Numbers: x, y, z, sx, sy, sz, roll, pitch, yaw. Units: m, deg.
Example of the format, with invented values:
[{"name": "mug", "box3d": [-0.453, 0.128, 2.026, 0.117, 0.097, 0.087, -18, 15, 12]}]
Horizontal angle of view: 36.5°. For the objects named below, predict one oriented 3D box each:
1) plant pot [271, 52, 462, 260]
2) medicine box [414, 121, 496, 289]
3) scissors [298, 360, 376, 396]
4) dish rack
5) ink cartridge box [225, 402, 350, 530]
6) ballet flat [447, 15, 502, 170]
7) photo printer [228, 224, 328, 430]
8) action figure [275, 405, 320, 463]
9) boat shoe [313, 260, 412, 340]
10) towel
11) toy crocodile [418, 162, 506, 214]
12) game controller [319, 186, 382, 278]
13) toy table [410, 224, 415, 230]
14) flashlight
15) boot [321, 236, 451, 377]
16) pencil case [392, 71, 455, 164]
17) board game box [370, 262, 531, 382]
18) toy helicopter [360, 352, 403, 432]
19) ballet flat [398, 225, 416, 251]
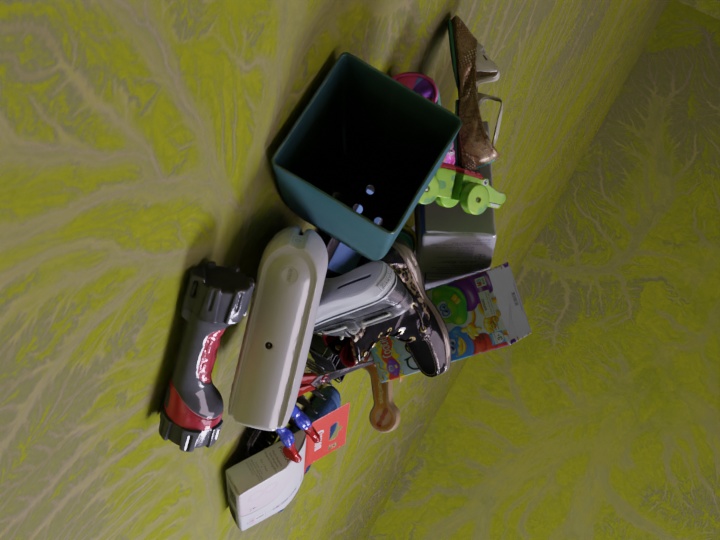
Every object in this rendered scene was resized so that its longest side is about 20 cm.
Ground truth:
[{"name": "plant pot", "box3d": [0.001, -0.098, 1.157, 0.142, 0.141, 0.200, -58, 175, -16]}, {"name": "medicine box", "box3d": [0.131, -0.084, 1.567, 0.200, 0.102, 0.184, 91, -1, -64]}, {"name": "scissors", "box3d": [-0.061, 0.152, 1.471, 0.199, 0.014, 0.074, 1, 112, -42]}, {"name": "dish rack", "box3d": [-0.091, 0.190, 1.543, 0.201, 0.054, 0.154, -59, 165, -13]}, {"name": "ink cartridge box", "box3d": [-0.094, 0.280, 1.545, 0.199, 0.057, 0.163, -23, 154, -16]}, {"name": "ballet flat", "box3d": [0.149, -0.228, 1.397, 0.070, 0.065, 0.202, 22, 65, -81]}, {"name": "photo printer", "box3d": [-0.082, 0.052, 1.156, 0.166, 0.069, 0.202, -90, -167, -85]}, {"name": "action figure", "box3d": [-0.106, 0.173, 1.396, 0.065, 0.052, 0.201, -39, 144, -15]}, {"name": "boat shoe", "box3d": [-0.025, 0.049, 1.264, 0.199, 0.071, 0.072, -16, -145, 45]}, {"name": "towel", "box3d": [-0.092, 0.281, 1.732, 0.200, 0.048, 0.112, -51, 162, -39]}, {"name": "toy crocodile", "box3d": [0.099, -0.110, 1.345, 0.199, 0.067, 0.062, 9, 97, -34]}, {"name": "game controller", "box3d": [-0.008, -0.048, 1.368, 0.104, 0.042, 0.201, 24, 95, -51]}, {"name": "toy table", "box3d": [0.124, -0.004, 1.747, 0.199, 0.185, 0.117, -33, 161, 17]}, {"name": "flashlight", "box3d": [-0.151, 0.087, 1.083, 0.068, 0.068, 0.201, -37, 153, -55]}, {"name": "boot", "box3d": [0.031, 0.075, 1.390, 0.150, 0.073, 0.201, -36, 117, -36]}, {"name": "pencil case", "box3d": [0.072, -0.179, 1.362, 0.089, 0.088, 0.200, -61, 166, -2]}, {"name": "board game box", "box3d": [0.117, 0.073, 1.511, 0.199, 0.106, 0.103, -20, 178, 26]}, {"name": "toy helicopter", "box3d": [0.039, 0.141, 1.638, 0.079, 0.131, 0.202, -1, 86, -75]}, {"name": "ballet flat", "box3d": [0.044, -0.026, 1.631, 0.201, 0.066, 0.067, 103, -1, -55]}]
